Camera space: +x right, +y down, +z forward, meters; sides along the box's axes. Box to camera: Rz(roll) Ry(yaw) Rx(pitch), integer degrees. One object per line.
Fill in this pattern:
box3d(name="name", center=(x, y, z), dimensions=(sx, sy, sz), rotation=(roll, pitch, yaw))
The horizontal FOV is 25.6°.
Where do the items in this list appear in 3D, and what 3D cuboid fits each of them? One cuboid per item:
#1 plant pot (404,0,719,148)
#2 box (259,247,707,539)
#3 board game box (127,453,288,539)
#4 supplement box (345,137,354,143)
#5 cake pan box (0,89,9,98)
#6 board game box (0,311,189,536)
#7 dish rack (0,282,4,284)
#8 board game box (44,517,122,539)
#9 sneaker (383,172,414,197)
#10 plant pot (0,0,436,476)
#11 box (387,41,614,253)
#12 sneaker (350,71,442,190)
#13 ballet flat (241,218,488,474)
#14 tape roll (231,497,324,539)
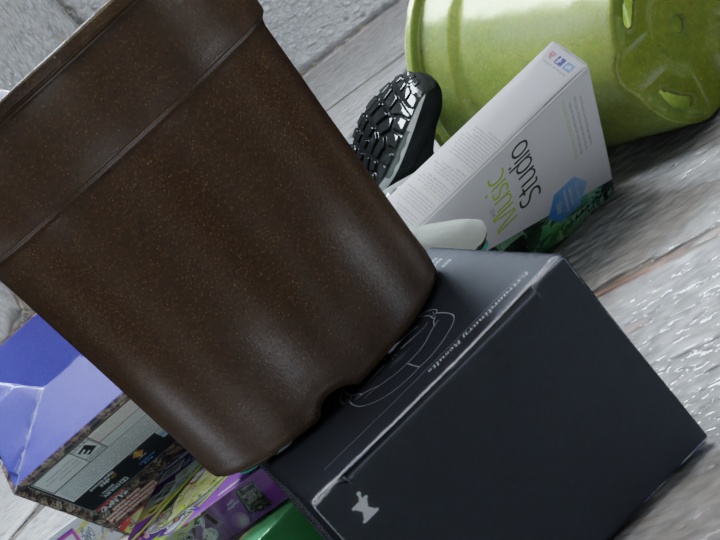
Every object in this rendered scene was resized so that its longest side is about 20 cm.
box3d(name="plant pot", center=(0.162, -0.162, 1.096), dimensions=(0.200, 0.201, 0.183), rotation=(-46, 23, -24))
box3d(name="box", center=(0.041, 0.077, 0.742), dimensions=(0.148, 0.107, 0.200), rotation=(-43, 10, -8))
box3d(name="board game box", center=(-0.057, 0.107, 0.927), dimensions=(0.199, 0.032, 0.120), rotation=(-37, 9, 23))
box3d(name="supplement box", center=(-0.023, -0.051, 1.276), dimensions=(0.200, 0.102, 0.103), rotation=(-78, -1, -80))
box3d(name="cake pan box", center=(-0.188, -0.072, 1.148), dimensions=(0.198, 0.184, 0.053), rotation=(13, 82, 35))
box3d(name="board game box", center=(-0.130, 0.085, 1.047), dimensions=(0.159, 0.097, 0.200), rotation=(-40, -33, 8))
box3d(name="dish rack", center=(-0.166, -0.019, 1.065), dimensions=(0.170, 0.199, 0.044), rotation=(-15, 63, 31))
box3d(name="board game box", center=(-0.264, 0.244, 1.212), dimensions=(0.199, 0.034, 0.134), rotation=(-35, -2, -45))
box3d(name="sneaker", center=(0.000, 0.000, 1.050), dimensions=(0.198, 0.080, 0.079), rotation=(-20, 43, -20))
box3d(name="plant pot", center=(-0.081, -0.023, 0.754), dimensions=(0.200, 0.199, 0.200), rotation=(-39, 11, 9))
box3d(name="box", center=(0.076, -0.030, 1.002), dimensions=(0.200, 0.036, 0.145), rotation=(-43, -32, -9))
box3d(name="sneaker", center=(0.031, -0.045, 1.138), dimensions=(0.076, 0.087, 0.202), rotation=(-118, 44, -56))
box3d(name="ballet flat", center=(-0.017, 0.025, 0.870), dimensions=(0.200, 0.070, 0.069), rotation=(-42, 11, -3))
box3d(name="tape roll", center=(-0.070, 0.164, 0.951), dimensions=(0.200, 0.048, 0.201), rotation=(-39, 11, 9))
